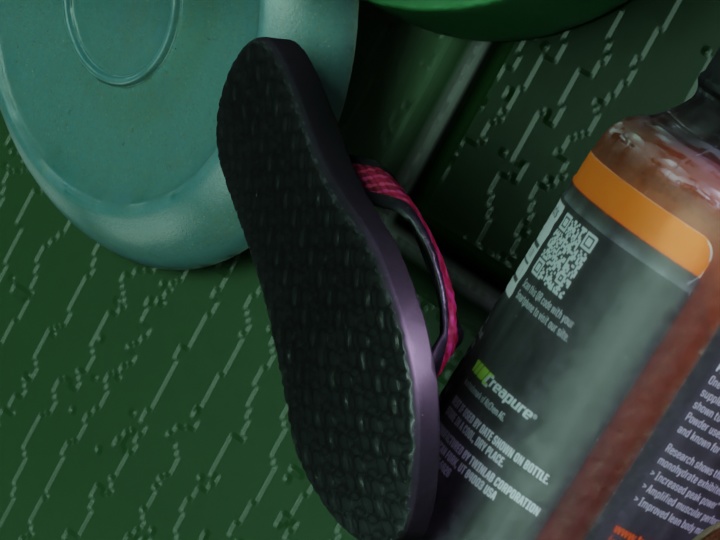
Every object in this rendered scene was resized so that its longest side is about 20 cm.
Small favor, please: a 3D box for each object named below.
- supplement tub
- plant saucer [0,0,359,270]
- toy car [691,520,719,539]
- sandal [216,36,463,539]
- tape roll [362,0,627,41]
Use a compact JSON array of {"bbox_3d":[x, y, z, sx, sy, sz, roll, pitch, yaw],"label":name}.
[{"bbox_3d":[0.093,0.027,0.783,0.107,0.107,0.201,38,101,31],"label":"supplement tub"},{"bbox_3d":[-0.080,-0.100,0.928,0.199,0.027,0.201,6,98,44],"label":"plant saucer"},{"bbox_3d":[0.137,0.156,0.656,0.164,0.200,0.158,-39,97,14],"label":"toy car"},{"bbox_3d":[0.000,0.000,0.802,0.075,0.045,0.201,-61,34,36],"label":"sandal"},{"bbox_3d":[0.048,-0.183,0.886,0.199,0.048,0.202,-7,77,31],"label":"tape roll"}]
